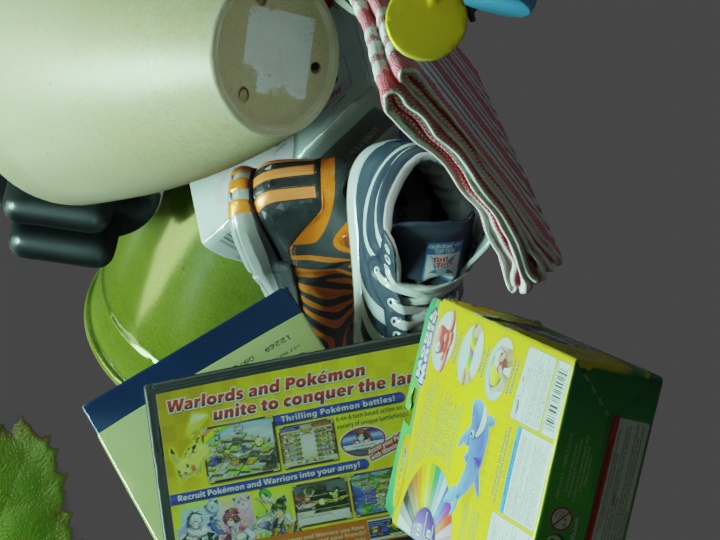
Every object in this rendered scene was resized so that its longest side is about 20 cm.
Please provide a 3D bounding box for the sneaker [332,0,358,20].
[{"bbox_3d":[0.003,-0.230,1.271,0.079,0.073,0.202,119,144,-64],"label":"sneaker"}]

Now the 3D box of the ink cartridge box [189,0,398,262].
[{"bbox_3d":[-0.050,-0.126,1.442,0.162,0.057,0.201,-42,46,27],"label":"ink cartridge box"}]

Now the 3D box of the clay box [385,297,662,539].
[{"bbox_3d":[0.068,0.082,1.035,0.200,0.047,0.116,-153,75,-72],"label":"clay box"}]

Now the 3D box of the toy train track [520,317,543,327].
[{"bbox_3d":[0.094,0.113,1.067,0.115,0.032,0.201,123,151,-48],"label":"toy train track"}]

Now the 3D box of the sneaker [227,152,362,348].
[{"bbox_3d":[0.000,0.000,1.359,0.200,0.111,0.078,61,-156,-56],"label":"sneaker"}]

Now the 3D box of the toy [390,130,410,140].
[{"bbox_3d":[0.000,-0.023,1.462,0.115,0.047,0.201,-121,26,-58],"label":"toy"}]

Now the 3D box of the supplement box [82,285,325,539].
[{"bbox_3d":[-0.038,0.153,1.277,0.200,0.134,0.200,58,174,21],"label":"supplement box"}]

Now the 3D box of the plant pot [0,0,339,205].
[{"bbox_3d":[-0.110,-0.129,1.319,0.199,0.186,0.189,5,103,49],"label":"plant pot"}]

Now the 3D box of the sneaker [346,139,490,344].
[{"bbox_3d":[0.037,0.025,1.235,0.108,0.070,0.202,174,87,-75],"label":"sneaker"}]

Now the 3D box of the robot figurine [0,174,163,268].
[{"bbox_3d":[-0.184,-0.102,1.491,0.150,0.124,0.201,-27,43,43],"label":"robot figurine"}]

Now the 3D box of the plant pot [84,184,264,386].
[{"bbox_3d":[-0.082,-0.024,1.585,0.201,0.199,0.194,-106,25,-42],"label":"plant pot"}]

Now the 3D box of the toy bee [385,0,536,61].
[{"bbox_3d":[0.033,-0.151,0.995,0.200,0.108,0.132,130,154,-59],"label":"toy bee"}]

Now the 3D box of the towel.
[{"bbox_3d":[0.031,-0.092,1.099,0.147,0.030,0.201,50,-167,-35],"label":"towel"}]

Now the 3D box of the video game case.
[{"bbox_3d":[-0.003,0.129,1.159,0.026,0.198,0.182,68,-169,-72],"label":"video game case"}]
